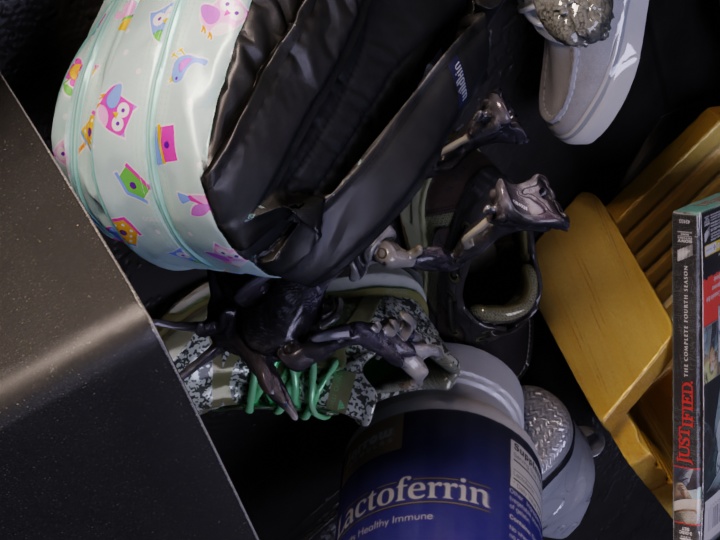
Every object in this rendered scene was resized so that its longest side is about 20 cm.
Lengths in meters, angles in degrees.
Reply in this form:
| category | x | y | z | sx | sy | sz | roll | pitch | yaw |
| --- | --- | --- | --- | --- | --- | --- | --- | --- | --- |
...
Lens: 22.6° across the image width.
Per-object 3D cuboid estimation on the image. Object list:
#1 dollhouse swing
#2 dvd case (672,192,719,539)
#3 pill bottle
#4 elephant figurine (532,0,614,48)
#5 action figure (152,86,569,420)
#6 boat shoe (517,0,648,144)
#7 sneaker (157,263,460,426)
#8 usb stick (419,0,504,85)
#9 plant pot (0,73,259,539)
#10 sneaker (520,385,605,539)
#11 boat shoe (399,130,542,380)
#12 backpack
| category | x | y | z | sx | sy | sz | roll | pitch | yaw |
| --- | --- | --- | --- | --- | --- | --- | --- | --- | --- |
| dollhouse swing | 0.224 | 0.033 | 1.130 | 0.176 | 0.182 | 0.200 | -31 | 140 | 8 |
| dvd case | 0.222 | 0.052 | 1.077 | 0.146 | 0.022 | 0.201 | -21 | 110 | -56 |
| pill bottle | 0.043 | 0.142 | 0.995 | 0.115 | 0.200 | 0.116 | 2 | 133 | 3 |
| elephant figurine | 0.071 | -0.221 | 0.759 | 0.142 | 0.155 | 0.200 | 108 | 6 | -47 |
| action figure | 0.000 | 0.000 | 0.857 | 0.200 | 0.119 | 0.102 | -29 | 154 | 10 |
| boat shoe | 0.117 | -0.158 | 0.954 | 0.068 | 0.072 | 0.200 | -1 | 129 | -19 |
| sneaker | -0.029 | 0.049 | 0.947 | 0.199 | 0.089 | 0.077 | -14 | 127 | -31 |
| usb stick | 0.015 | -0.086 | 0.934 | 0.200 | 0.033 | 0.055 | -57 | 147 | 7 |
| plant pot | -0.171 | 0.065 | 0.761 | 0.177 | 0.200 | 0.200 | -28 | 137 | -9 |
| sneaker | 0.077 | 0.163 | 1.147 | 0.200 | 0.075 | 0.115 | -49 | 149 | 11 |
| boat shoe | 0.070 | 0.010 | 1.033 | 0.073 | 0.065 | 0.200 | -39 | 140 | -16 |
| backpack | -0.039 | -0.090 | 0.781 | 0.167 | 0.126 | 0.200 | 44 | 62 | -43 |
